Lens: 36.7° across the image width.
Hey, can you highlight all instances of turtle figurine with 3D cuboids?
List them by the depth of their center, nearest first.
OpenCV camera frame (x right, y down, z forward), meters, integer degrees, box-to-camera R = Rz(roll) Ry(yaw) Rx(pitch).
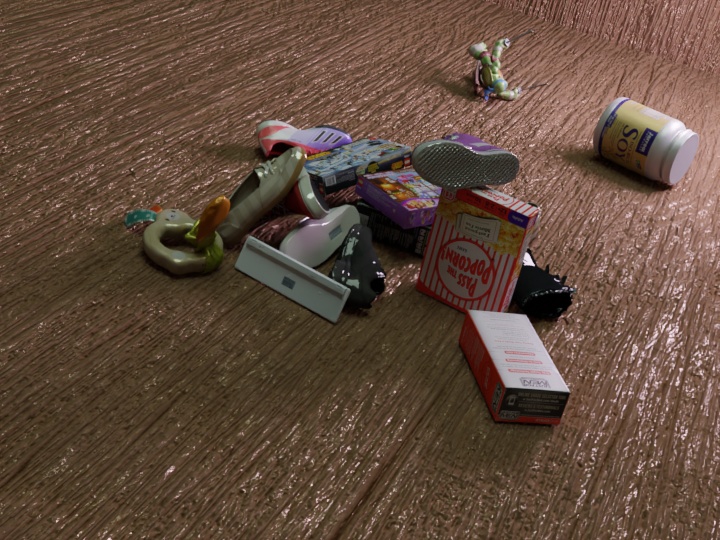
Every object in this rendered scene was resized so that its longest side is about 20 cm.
[{"bbox_3d":[0.362,-0.508,2.731,0.144,0.200,0.194,38,9,-33],"label":"turtle figurine"}]

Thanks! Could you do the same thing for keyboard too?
[{"bbox_3d":[-0.106,0.012,1.656,0.199,0.057,0.011,28,11,25],"label":"keyboard"}]

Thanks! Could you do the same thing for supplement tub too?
[{"bbox_3d":[0.643,-0.291,2.451,0.200,0.146,0.145,31,32,30],"label":"supplement tub"}]

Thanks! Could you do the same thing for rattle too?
[{"bbox_3d":[-0.290,-0.093,1.683,0.130,0.143,0.200,-21,47,-20],"label":"rattle"}]

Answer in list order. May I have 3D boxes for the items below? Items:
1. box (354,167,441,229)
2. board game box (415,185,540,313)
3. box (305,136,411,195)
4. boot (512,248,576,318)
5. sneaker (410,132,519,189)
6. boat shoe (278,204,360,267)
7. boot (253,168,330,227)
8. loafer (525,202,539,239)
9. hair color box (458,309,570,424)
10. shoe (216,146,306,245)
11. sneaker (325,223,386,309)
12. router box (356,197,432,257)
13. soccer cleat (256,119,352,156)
[{"bbox_3d":[0.108,-0.133,1.897,0.199,0.039,0.137,-12,38,-40],"label":"box"},{"bbox_3d":[0.181,-0.032,1.709,0.151,0.201,0.046,25,30,22],"label":"board game box"},{"bbox_3d":[-0.022,-0.196,2.008,0.199,0.040,0.137,-21,26,-28],"label":"box"},{"bbox_3d":[0.243,0.016,1.793,0.197,0.074,0.163,-1,35,-27],"label":"boot"},{"bbox_3d":[0.137,-0.175,1.673,0.200,0.073,0.114,4,24,-39],"label":"sneaker"},{"bbox_3d":[-0.080,-0.059,1.792,0.068,0.072,0.200,-2,27,37],"label":"boat shoe"},{"bbox_3d":[-0.132,-0.100,1.776,0.144,0.073,0.200,-30,20,-2],"label":"boot"},{"bbox_3d":[0.272,-0.076,1.970,0.075,0.069,0.200,24,29,18],"label":"loafer"},{"bbox_3d":[0.218,0.137,1.566,0.101,0.062,0.200,6,28,-14],"label":"hair color box"},{"bbox_3d":[-0.164,-0.126,1.735,0.053,0.200,0.070,39,7,-31],"label":"shoe"},{"bbox_3d":[0.000,0.000,1.721,0.090,0.076,0.200,20,37,-1],"label":"sneaker"},{"bbox_3d":[0.088,-0.105,1.948,0.149,0.062,0.200,19,28,12],"label":"router box"},{"bbox_3d":[-0.106,-0.246,2.131,0.199,0.068,0.074,4,53,-25],"label":"soccer cleat"}]
